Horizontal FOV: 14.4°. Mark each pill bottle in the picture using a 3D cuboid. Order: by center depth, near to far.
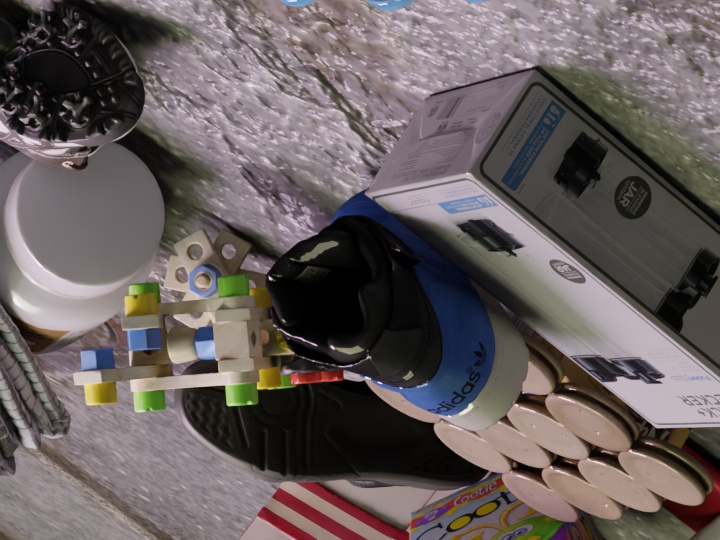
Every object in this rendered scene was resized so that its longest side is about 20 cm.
[{"bbox_3d":[-0.185,-0.017,1.720,0.114,0.114,0.200,35,162,-9],"label":"pill bottle"}]

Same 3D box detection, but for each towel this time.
[{"bbox_3d":[-0.284,0.042,1.730,0.166,0.086,0.200,31,160,27],"label":"towel"}]

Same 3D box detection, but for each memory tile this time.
[{"bbox_3d":[0.092,0.083,1.506,0.153,0.017,0.200,36,161,-13],"label":"memory tile"}]

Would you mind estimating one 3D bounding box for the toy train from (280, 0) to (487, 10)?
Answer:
[{"bbox_3d":[0.015,-0.158,1.014,0.087,0.114,0.200,40,161,-32],"label":"toy train"}]

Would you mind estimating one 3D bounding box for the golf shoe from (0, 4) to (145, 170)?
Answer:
[{"bbox_3d":[-0.160,-0.096,1.558,0.094,0.078,0.200,31,173,-36],"label":"golf shoe"}]

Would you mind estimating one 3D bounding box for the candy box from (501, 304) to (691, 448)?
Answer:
[{"bbox_3d":[0.075,0.044,1.547,0.200,0.056,0.117,12,153,45],"label":"candy box"}]

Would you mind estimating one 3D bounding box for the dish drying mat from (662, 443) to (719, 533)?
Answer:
[{"bbox_3d":[0.206,0.135,1.632,0.200,0.018,0.077,38,159,-13],"label":"dish drying mat"}]

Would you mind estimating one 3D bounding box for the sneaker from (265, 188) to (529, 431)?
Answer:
[{"bbox_3d":[0.001,-0.001,1.409,0.111,0.077,0.200,26,-161,-31],"label":"sneaker"}]

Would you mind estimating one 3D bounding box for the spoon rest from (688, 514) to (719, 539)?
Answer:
[{"bbox_3d":[0.225,0.154,1.573,0.099,0.061,0.200,37,141,-15],"label":"spoon rest"}]

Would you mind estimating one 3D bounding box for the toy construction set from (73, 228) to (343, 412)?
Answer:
[{"bbox_3d":[-0.079,0.035,1.636,0.131,0.092,0.200,-6,-167,11],"label":"toy construction set"}]

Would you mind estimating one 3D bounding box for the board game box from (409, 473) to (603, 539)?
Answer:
[{"bbox_3d":[0.093,0.196,1.653,0.103,0.105,0.200,63,-172,-12],"label":"board game box"}]

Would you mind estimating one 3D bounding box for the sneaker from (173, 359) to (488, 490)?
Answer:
[{"bbox_3d":[-0.026,0.098,1.753,0.199,0.076,0.114,7,172,-17],"label":"sneaker"}]

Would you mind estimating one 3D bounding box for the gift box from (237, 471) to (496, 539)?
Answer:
[{"bbox_3d":[0.050,0.217,1.861,0.200,0.185,0.187,41,169,-38],"label":"gift box"}]

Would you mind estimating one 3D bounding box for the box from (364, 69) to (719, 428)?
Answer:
[{"bbox_3d":[0.113,-0.005,1.343,0.200,0.060,0.117,38,162,-19],"label":"box"}]
